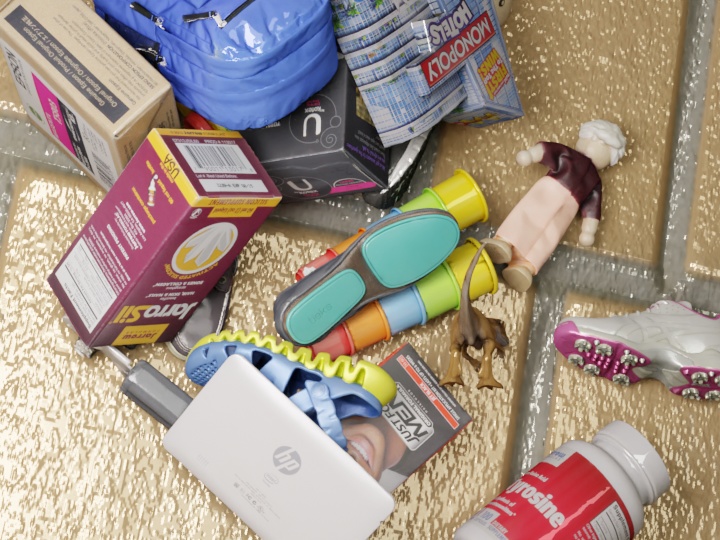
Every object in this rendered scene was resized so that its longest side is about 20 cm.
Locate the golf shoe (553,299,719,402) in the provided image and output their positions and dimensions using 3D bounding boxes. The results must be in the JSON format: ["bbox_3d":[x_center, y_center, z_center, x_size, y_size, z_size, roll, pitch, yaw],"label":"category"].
[{"bbox_3d":[0.288,0.069,1.666,0.198,0.075,0.092,15,59,-11],"label":"golf shoe"}]

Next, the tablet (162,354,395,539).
[{"bbox_3d":[-0.076,0.182,1.496,0.200,0.014,0.130,42,117,3],"label":"tablet"}]

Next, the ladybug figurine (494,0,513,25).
[{"bbox_3d":[0.066,-0.305,1.685,0.198,0.072,0.137,12,67,-9],"label":"ladybug figurine"}]

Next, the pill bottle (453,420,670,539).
[{"bbox_3d":[0.195,0.235,1.576,0.199,0.112,0.113,-36,87,-18],"label":"pill bottle"}]

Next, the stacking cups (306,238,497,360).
[{"bbox_3d":[0.036,0.040,1.609,0.199,0.061,0.061,-28,85,-13],"label":"stacking cups"}]

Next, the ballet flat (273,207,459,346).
[{"bbox_3d":[0.000,0.000,1.559,0.199,0.073,0.073,-34,86,-11],"label":"ballet flat"}]

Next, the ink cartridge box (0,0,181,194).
[{"bbox_3d":[-0.240,-0.151,1.504,0.165,0.200,0.075,42,74,15],"label":"ink cartridge box"}]

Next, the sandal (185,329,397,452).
[{"bbox_3d":[-0.071,0.113,1.518,0.198,0.080,0.088,12,64,16],"label":"sandal"}]

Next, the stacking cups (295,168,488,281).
[{"bbox_3d":[0.030,-0.025,1.631,0.199,0.061,0.061,-32,86,-14],"label":"stacking cups"}]

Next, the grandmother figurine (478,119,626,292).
[{"bbox_3d":[0.201,-0.080,1.681,0.200,0.060,0.122,-48,118,-21],"label":"grandmother figurine"}]

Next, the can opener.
[{"bbox_3d":[-0.197,0.097,1.549,0.200,0.053,0.067,43,73,-1],"label":"can opener"}]

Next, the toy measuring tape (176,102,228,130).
[{"bbox_3d":[-0.161,-0.180,1.611,0.073,0.074,0.200,-40,89,-18],"label":"toy measuring tape"}]

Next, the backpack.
[{"bbox_3d":[-0.126,-0.227,1.469,0.200,0.168,0.162,37,65,27],"label":"backpack"}]

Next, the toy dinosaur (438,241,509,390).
[{"bbox_3d":[0.102,0.055,1.565,0.060,0.200,0.107,-2,73,10],"label":"toy dinosaur"}]

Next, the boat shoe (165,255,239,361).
[{"bbox_3d":[-0.150,-0.016,1.578,0.071,0.065,0.202,11,76,-13],"label":"boat shoe"}]

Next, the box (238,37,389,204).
[{"bbox_3d":[-0.044,-0.178,1.585,0.121,0.106,0.202,-6,68,24],"label":"box"}]

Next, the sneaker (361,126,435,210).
[{"bbox_3d":[0.036,-0.147,1.648,0.080,0.074,0.201,25,59,0],"label":"sneaker"}]

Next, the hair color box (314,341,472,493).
[{"bbox_3d":[-0.001,0.171,1.573,0.200,0.061,0.102,-41,89,-17],"label":"hair color box"}]

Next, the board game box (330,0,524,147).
[{"bbox_3d":[0.073,-0.208,1.574,0.200,0.061,0.201,-44,115,-45],"label":"board game box"}]

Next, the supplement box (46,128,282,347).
[{"bbox_3d":[-0.177,-0.028,1.487,0.110,0.200,0.086,-3,50,-50],"label":"supplement box"}]
